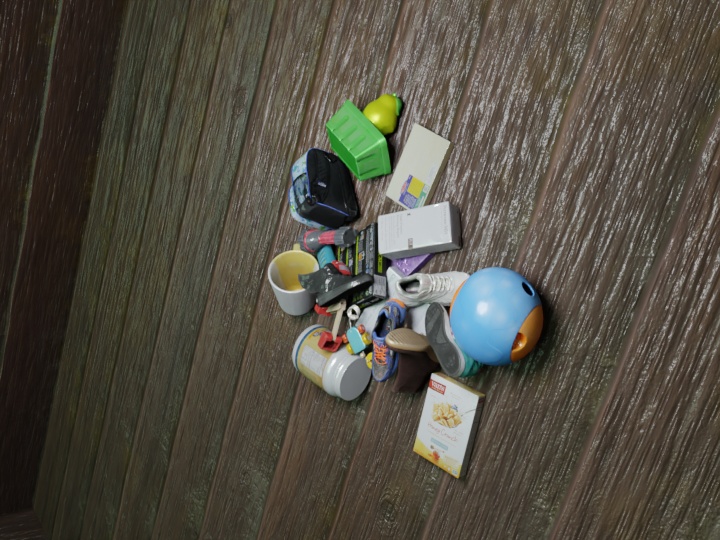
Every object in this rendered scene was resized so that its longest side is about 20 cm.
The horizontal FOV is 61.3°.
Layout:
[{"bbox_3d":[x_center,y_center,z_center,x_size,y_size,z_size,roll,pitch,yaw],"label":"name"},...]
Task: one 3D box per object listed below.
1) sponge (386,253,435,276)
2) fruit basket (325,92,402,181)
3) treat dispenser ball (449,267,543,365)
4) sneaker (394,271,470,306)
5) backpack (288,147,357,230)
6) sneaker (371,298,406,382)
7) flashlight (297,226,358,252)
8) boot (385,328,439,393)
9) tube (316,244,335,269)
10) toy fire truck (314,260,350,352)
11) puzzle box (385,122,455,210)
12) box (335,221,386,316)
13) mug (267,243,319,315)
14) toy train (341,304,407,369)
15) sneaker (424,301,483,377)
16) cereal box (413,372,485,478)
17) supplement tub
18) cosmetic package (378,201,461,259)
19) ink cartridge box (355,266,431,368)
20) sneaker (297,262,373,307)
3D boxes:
[{"bbox_3d":[0.099,-0.025,1.586,0.200,0.029,0.113,-46,60,32],"label":"sponge"},{"bbox_3d":[0.030,-0.371,1.623,0.208,0.157,0.221,-5,57,7],"label":"fruit basket"},{"bbox_3d":[0.287,0.097,1.289,0.197,0.198,0.208,-3,86,42],"label":"treat dispenser ball"},{"bbox_3d":[0.170,0.041,1.438,0.194,0.099,0.081,-11,72,12],"label":"sneaker"},{"bbox_3d":[-0.116,-0.225,1.698,0.146,0.180,0.206,-32,55,40],"label":"backpack"},{"bbox_3d":[0.053,0.170,1.464,0.074,0.078,0.207,12,101,31],"label":"sneaker"},{"bbox_3d":[-0.094,-0.085,1.668,0.197,0.067,0.070,1,77,51],"label":"flashlight"},{"bbox_3d":[0.112,0.227,1.449,0.073,0.196,0.170,49,121,45],"label":"boot"},{"bbox_3d":[-0.098,-0.039,1.729,0.078,0.049,0.202,-57,26,20],"label":"tube"},{"bbox_3d":[-0.069,0.092,1.595,0.205,0.048,0.141,-68,28,14],"label":"toy fire truck"},{"bbox_3d":[0.149,-0.256,1.555,0.132,0.025,0.205,38,113,37],"label":"puzzle box"},{"bbox_3d":[0.000,0.000,1.610,0.192,0.046,0.206,-32,51,54],"label":"box"},{"bbox_3d":[-0.178,0.037,1.774,0.146,0.188,0.155,26,146,20],"label":"mug"},{"bbox_3d":[0.047,0.173,1.547,0.196,0.055,0.155,26,106,28],"label":"toy train"},{"bbox_3d":[0.228,0.165,1.404,0.084,0.118,0.203,-49,39,30],"label":"sneaker"},{"bbox_3d":[0.210,0.366,1.455,0.142,0.039,0.207,19,101,42],"label":"cereal box"},{"bbox_3d":[-0.078,0.251,1.661,0.197,0.142,0.149,26,105,40],"label":"supplement tub"},{"bbox_3d":[0.143,-0.095,1.489,0.195,0.073,0.105,-11,74,31],"label":"cosmetic package"},{"bbox_3d":[0.103,0.129,1.554,0.200,0.040,0.202,43,118,22],"label":"ink cartridge box"},{"bbox_3d":[-0.064,0.021,1.536,0.196,0.060,0.107,-27,68,24],"label":"sneaker"}]
